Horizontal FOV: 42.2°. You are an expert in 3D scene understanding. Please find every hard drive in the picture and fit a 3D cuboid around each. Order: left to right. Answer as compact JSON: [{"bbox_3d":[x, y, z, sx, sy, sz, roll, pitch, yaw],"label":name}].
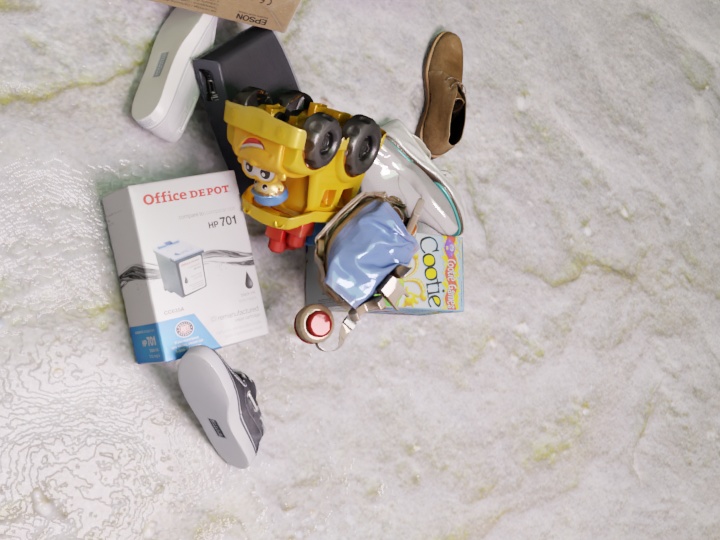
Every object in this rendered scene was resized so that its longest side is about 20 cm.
[{"bbox_3d":[-0.124,-0.195,1.180,0.134,0.042,0.203,-39,124,-34],"label":"hard drive"}]

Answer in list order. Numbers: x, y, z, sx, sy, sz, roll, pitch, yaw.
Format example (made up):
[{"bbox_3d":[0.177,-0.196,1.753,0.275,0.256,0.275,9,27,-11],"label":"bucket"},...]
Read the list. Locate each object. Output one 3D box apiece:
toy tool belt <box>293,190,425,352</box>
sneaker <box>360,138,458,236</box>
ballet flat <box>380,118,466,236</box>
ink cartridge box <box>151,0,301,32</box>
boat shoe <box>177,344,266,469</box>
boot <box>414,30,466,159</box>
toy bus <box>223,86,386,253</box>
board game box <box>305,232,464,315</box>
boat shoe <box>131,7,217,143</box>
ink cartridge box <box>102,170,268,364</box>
[{"bbox_3d":[0.000,0.000,1.100,0.124,0.123,0.202,39,75,-15],"label":"toy tool belt"},{"bbox_3d":[0.047,-0.108,1.294,0.200,0.089,0.075,44,18,-4],"label":"sneaker"},{"bbox_3d":[0.097,-0.140,1.355,0.200,0.069,0.070,47,60,-17],"label":"ballet flat"},{"bbox_3d":[-0.173,-0.392,1.132,0.196,0.075,0.168,9,55,-23],"label":"ink cartridge box"},{"bbox_3d":[-0.153,0.148,1.096,0.068,0.070,0.202,-56,145,-37],"label":"boat shoe"},{"bbox_3d":[0.136,-0.268,1.390,0.073,0.075,0.204,17,73,-30],"label":"boot"},{"bbox_3d":[-0.081,-0.109,1.116,0.199,0.134,0.196,-10,121,-58],"label":"toy bus"},{"bbox_3d":[0.034,0.003,1.263,0.197,0.104,0.106,5,82,-36],"label":"board game box"},{"bbox_3d":[-0.212,-0.251,1.146,0.068,0.071,0.204,42,53,-48],"label":"boat shoe"},{"bbox_3d":[-0.206,-0.005,1.104,0.144,0.085,0.204,-14,93,-36],"label":"ink cartridge box"}]
